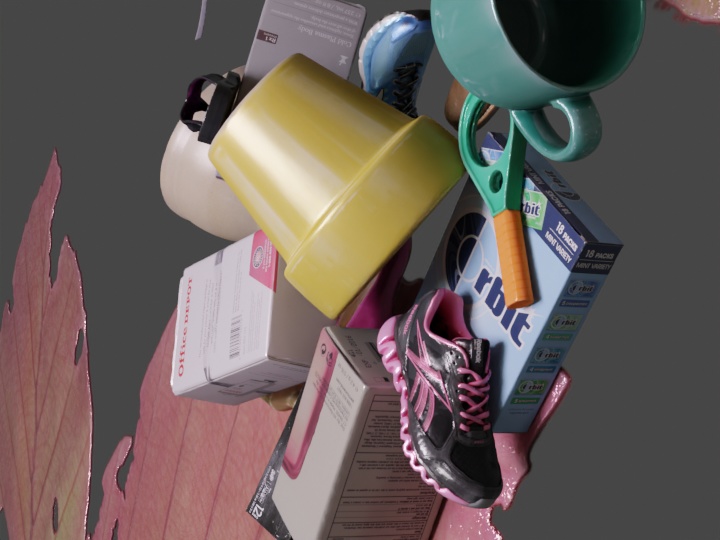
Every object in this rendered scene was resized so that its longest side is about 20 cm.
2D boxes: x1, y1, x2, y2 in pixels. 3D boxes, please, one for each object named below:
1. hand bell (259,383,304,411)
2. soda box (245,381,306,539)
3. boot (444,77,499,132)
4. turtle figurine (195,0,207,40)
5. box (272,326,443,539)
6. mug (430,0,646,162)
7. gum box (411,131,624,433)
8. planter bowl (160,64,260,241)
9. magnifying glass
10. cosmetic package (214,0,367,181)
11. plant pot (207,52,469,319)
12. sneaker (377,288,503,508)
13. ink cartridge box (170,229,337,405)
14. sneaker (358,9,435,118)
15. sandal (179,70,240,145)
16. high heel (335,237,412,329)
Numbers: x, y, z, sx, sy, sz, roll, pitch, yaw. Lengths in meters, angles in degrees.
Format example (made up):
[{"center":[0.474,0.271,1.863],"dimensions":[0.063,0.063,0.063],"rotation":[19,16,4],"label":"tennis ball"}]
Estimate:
[{"center":[-0.057,0.154,1.427],"dimensions":[0.200,0.104,0.104],"rotation":[44,125,39],"label":"hand bell"},{"center":[-0.040,0.182,1.335],"dimensions":[0.071,0.063,0.200],"rotation":[35,108,35],"label":"soda box"},{"center":[0.108,-0.209,1.154],"dimensions":[0.200,0.075,0.074],"rotation":[-65,37,36],"label":"boot"},{"center":[-0.211,-0.463,1.773],"dimensions":[0.194,0.200,0.144],"rotation":[-25,32,33],"label":"turtle figurine"},{"center":[0.012,0.165,1.227],"dimensions":[0.109,0.128,0.200],"rotation":[50,129,52],"label":"box"},{"center":[0.127,-0.190,1.024],"dimensions":[0.114,0.152,0.185],"rotation":[-10,60,61],"label":"mug"},{"center":[0.127,0.010,1.121],"dimensions":[0.170,0.044,0.200],"rotation":[57,135,46],"label":"gum box"},{"center":[-0.100,-0.109,1.431],"dimensions":[0.135,0.200,0.200],"rotation":[37,122,26],"label":"planter bowl"},{"center":[0.117,-0.066,1.081],"dimensions":[0.080,0.022,0.200],"rotation":[-34,59,53],"label":"magnifying glass"},{"center":[-0.071,-0.176,1.318],"dimensions":[0.090,0.107,0.200],"rotation":[131,153,-77],"label":"cosmetic package"},{"center":[-0.027,-0.090,1.183],"dimensions":[0.189,0.201,0.201],"rotation":[43,138,1],"label":"plant pot"},{"center":[0.079,0.101,1.091],"dimensions":[0.095,0.079,0.200],"rotation":[-48,49,36],"label":"sneaker"},{"center":[-0.110,0.049,1.347],"dimensions":[0.200,0.083,0.147],"rotation":[-23,58,51],"label":"ink cartridge box"},{"center":[0.041,-0.169,1.290],"dimensions":[0.090,0.078,0.200],"rotation":[57,144,34],"label":"sneaker"},{"center":[-0.148,-0.162,1.255],"dimensions":[0.200,0.048,0.075],"rotation":[-127,58,-82],"label":"sandal"},{"center":[0.000,0.000,1.301],"dimensions":[0.067,0.096,0.200],"rotation":[-36,56,55],"label":"high heel"}]
